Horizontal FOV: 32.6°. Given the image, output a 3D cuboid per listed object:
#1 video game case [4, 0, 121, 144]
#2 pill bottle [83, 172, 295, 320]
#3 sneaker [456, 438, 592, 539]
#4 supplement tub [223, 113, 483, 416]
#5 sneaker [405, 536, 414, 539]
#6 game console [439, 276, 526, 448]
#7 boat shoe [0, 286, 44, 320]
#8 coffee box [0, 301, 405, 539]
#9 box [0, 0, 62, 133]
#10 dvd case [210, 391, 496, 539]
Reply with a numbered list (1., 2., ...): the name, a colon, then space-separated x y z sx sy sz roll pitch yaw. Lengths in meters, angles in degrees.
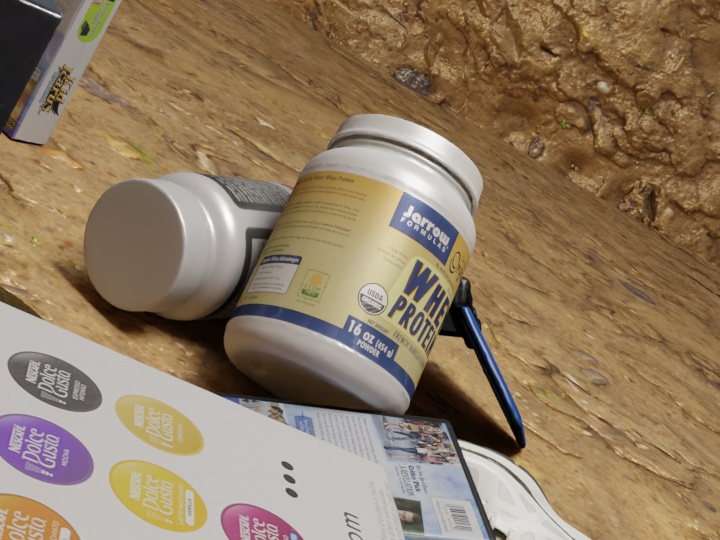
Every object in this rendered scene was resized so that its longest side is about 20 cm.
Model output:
1. video game case: -0.319 -0.246 1.133 0.200 0.182 0.045 41 17 27
2. pill bottle: -0.116 -0.018 0.967 0.114 0.114 0.200 39 18 24
3. sneaker: 0.101 0.191 0.826 0.200 0.076 0.115 35 14 2
4. supplement tub: 0.000 0.000 0.912 0.144 0.200 0.144 21 -20 8
5. sneaker: -0.031 0.184 0.580 0.199 0.070 0.078 -7 37 -36
6. game console: 0.062 0.079 1.067 0.170 0.119 0.200 5 -13 10
7. boat shoe: -0.234 0.036 0.681 0.200 0.065 0.073 44 13 -37
8. coffee box: -0.110 0.147 0.342 0.197 0.200 0.200 26 17 -17
9. box: -0.312 -0.144 0.823 0.124 0.197 0.200 21 20 -34
10. dvd case: -0.024 0.126 0.778 0.199 0.018 0.143 8 22 -12
